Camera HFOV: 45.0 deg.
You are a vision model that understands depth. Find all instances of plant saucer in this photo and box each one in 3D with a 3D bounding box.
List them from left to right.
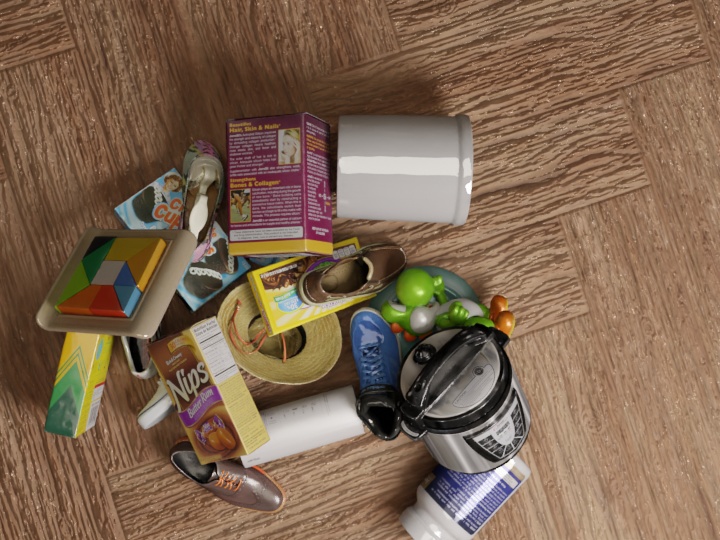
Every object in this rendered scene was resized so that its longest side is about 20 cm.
[{"bbox_3d":[0.107,0.092,1.399,0.199,0.036,0.201,0,89,-4],"label":"plant saucer"}]

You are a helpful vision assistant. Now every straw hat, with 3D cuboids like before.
[{"bbox_3d":[-0.136,0.109,1.354,0.200,0.085,0.202,14,52,-18],"label":"straw hat"}]

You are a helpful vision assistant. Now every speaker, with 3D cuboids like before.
[{"bbox_3d":[-0.095,0.243,1.361,0.199,0.081,0.082,-16,90,-4],"label":"speaker"}]

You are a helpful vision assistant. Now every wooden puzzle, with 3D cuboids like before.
[{"bbox_3d":[-0.357,0.009,1.262,0.199,0.037,0.186,4,55,23],"label":"wooden puzzle"}]

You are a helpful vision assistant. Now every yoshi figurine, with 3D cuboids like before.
[{"bbox_3d":[0.133,0.050,1.333,0.199,0.113,0.113,7,64,-5],"label":"yoshi figurine"}]

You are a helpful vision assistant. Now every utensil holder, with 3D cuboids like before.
[{"bbox_3d":[0.063,-0.156,1.338,0.199,0.170,0.171,1,89,-1],"label":"utensil holder"}]

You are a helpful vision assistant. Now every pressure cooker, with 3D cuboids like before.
[{"bbox_3d":[0.145,0.182,1.266,0.178,0.200,0.177,-12,45,19],"label":"pressure cooker"}]

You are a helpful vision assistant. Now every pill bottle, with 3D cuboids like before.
[{"bbox_3d":[0.160,0.347,1.356,0.116,0.116,0.200,44,86,-2],"label":"pill bottle"}]

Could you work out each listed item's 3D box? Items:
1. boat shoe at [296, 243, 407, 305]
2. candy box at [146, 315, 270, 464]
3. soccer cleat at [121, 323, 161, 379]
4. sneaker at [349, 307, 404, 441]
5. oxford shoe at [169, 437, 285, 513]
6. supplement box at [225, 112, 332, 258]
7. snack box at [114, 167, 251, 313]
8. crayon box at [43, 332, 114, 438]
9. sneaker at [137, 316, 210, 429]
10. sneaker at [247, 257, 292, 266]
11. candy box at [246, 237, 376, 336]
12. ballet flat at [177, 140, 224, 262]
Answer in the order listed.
[{"bbox_3d":[0.002,0.006,1.337,0.202,0.075,0.075,-24,92,-33],"label":"boat shoe"},{"bbox_3d":[-0.224,0.178,1.273,0.116,0.056,0.201,-21,94,41],"label":"candy box"},{"bbox_3d":[-0.341,0.069,1.347,0.068,0.085,0.201,-3,89,-3],"label":"soccer cleat"},{"bbox_3d":[0.027,0.162,1.329,0.076,0.111,0.201,-11,100,10],"label":"sneaker"},{"bbox_3d":[-0.210,0.329,1.356,0.199,0.073,0.072,25,87,-2],"label":"oxford shoe"},{"bbox_3d":[-0.119,-0.121,1.282,0.130,0.103,0.201,-1,88,21],"label":"supplement box"},{"bbox_3d":[-0.279,-0.047,1.364,0.116,0.037,0.200,-39,91,-19],"label":"snack box"},{"bbox_3d":[-0.419,0.143,1.322,0.050,0.127,0.201,13,87,-4],"label":"crayon box"},{"bbox_3d":[-0.283,0.158,1.363,0.071,0.073,0.200,42,78,7],"label":"sneaker"},{"bbox_3d":[-0.138,-0.101,1.369,0.089,0.078,0.201,11,88,0],"label":"sneaker"},{"bbox_3d":[-0.072,0.023,1.349,0.199,0.026,0.103,-20,93,-34],"label":"candy box"},{"bbox_3d":[-0.243,-0.113,1.332,0.069,0.071,0.201,11,74,-17],"label":"ballet flat"}]
